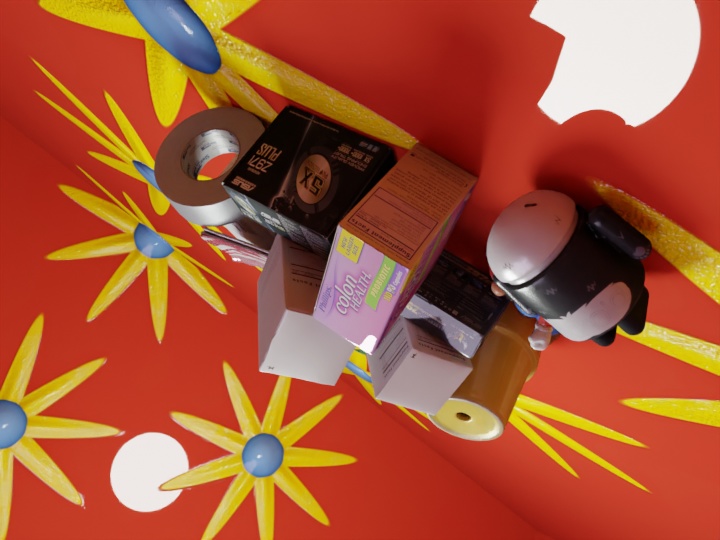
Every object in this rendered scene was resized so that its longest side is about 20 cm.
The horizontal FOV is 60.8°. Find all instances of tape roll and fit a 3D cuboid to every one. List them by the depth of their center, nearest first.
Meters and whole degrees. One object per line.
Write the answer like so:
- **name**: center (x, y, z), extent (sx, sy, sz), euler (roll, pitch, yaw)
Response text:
- **tape roll**: center (-0.240, -0.176, 1.031), extent (0.199, 0.201, 0.066), euler (28, 163, 23)

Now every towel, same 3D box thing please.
- **towel**: center (-0.192, -0.024, 1.102), extent (0.143, 0.023, 0.200), euler (19, 172, 9)

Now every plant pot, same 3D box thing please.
- **plant pot**: center (0.191, 0.167, 1.025), extent (0.199, 0.190, 0.202), euler (15, 143, 12)

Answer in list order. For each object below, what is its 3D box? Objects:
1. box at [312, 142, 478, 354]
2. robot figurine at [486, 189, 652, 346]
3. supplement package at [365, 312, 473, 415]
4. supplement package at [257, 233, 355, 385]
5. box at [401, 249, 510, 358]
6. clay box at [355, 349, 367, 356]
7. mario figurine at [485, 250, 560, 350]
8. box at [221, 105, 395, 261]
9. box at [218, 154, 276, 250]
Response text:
- **box**: center (0.044, -0.029, 0.783), extent (0.096, 0.200, 0.177), euler (32, 139, 10)
- **robot figurine**: center (0.238, -0.003, 0.701), extent (0.199, 0.151, 0.125), euler (38, -168, -10)
- **supplement package**: center (0.078, 0.105, 0.961), extent (0.113, 0.110, 0.201), euler (21, -150, -22)
- **supplement package**: center (-0.079, 0.049, 0.909), extent (0.119, 0.122, 0.201), euler (15, -147, -20)
- **box**: center (0.119, 0.028, 0.931), extent (0.199, 0.158, 0.051), euler (32, 126, 14)
- **clay box**: center (0.094, 0.153, 1.315), extent (0.198, 0.048, 0.115), euler (-3, -170, -33)
- **mario figurine**: center (0.221, 0.034, 0.859), extent (0.123, 0.106, 0.200), euler (25, 162, 37)
- **box**: center (-0.070, -0.127, 0.893), extent (0.199, 0.164, 0.086), euler (28, 162, 25)
- **box**: center (-0.163, -0.109, 1.180), extent (0.198, 0.131, 0.200), euler (17, 156, 47)
